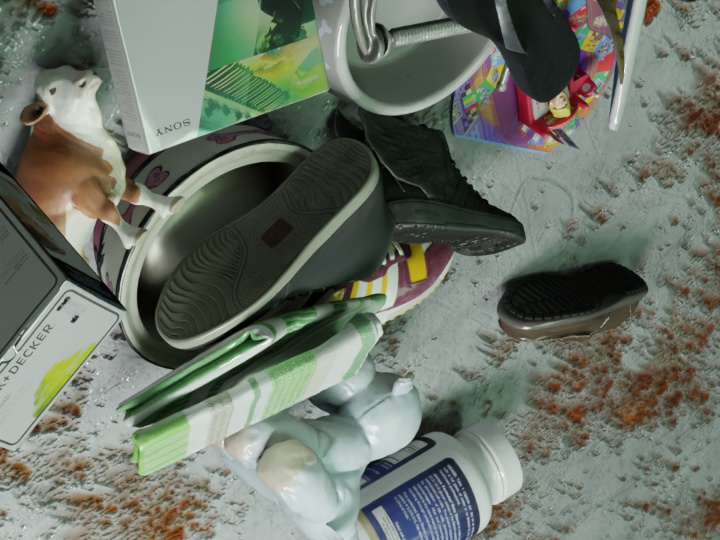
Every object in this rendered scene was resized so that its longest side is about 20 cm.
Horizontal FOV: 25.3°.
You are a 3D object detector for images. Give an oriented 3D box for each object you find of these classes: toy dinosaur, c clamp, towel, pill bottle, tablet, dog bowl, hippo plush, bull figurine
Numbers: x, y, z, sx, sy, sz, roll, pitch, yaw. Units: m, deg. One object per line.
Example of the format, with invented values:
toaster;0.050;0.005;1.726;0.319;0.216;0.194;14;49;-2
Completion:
toy dinosaur;0.193;-0.232;1.279;0.060;0.106;0.200;-45;-172;25
c clamp;0.064;-0.194;1.147;0.199;0.027;0.172;-11;130;-40
towel;-0.078;0.067;1.219;0.152;0.024;0.200;-32;170;24
pill bottle;0.059;0.229;1.577;0.199;0.111;0.112;-27;139;-24
towel;-0.083;0.093;1.215;0.198;0.031;0.149;-25;169;-14
tablet;0.232;-0.231;1.336;0.131;0.013;0.202;-71;170;-58
dog bowl;-0.113;-0.027;1.210;0.199;0.074;0.202;-26;137;-26
hippo plush;-0.019;0.138;1.370;0.161;0.200;0.160;-47;166;-13
dog bowl;0.037;-0.205;1.182;0.199;0.059;0.201;-27;139;-25
bull figurine;-0.198;-0.041;1.093;0.201;0.121;0.065;-58;170;25

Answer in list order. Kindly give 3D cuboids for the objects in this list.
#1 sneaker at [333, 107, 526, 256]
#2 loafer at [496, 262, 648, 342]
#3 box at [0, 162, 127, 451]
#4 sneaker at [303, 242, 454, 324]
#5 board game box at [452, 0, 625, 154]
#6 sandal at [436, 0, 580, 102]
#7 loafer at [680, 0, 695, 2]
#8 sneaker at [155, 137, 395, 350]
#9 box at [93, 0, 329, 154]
sneaker;0.062;-0.075;1.320;0.060;0.105;0.199;-22;160;40
loafer;0.210;0.047;1.594;0.199;0.073;0.072;-9;128;-40
box;-0.245;0.004;1.001;0.117;0.200;0.060;-50;143;4
sneaker;0.000;0.000;1.344;0.199;0.075;0.090;-38;148;-13
board game box;0.169;-0.167;1.388;0.199;0.039;0.159;5;119;-48
sandal;0.118;-0.186;1.157;0.076;0.043;0.200;-55;142;1
loafer;0.318;-0.317;1.374;0.072;0.072;0.202;-12;131;-39
sneaker;-0.053;0.003;1.174;0.200;0.075;0.106;-40;148;-6
box;-0.104;-0.192;1.038;0.143;0.036;0.202;-23;115;-27
